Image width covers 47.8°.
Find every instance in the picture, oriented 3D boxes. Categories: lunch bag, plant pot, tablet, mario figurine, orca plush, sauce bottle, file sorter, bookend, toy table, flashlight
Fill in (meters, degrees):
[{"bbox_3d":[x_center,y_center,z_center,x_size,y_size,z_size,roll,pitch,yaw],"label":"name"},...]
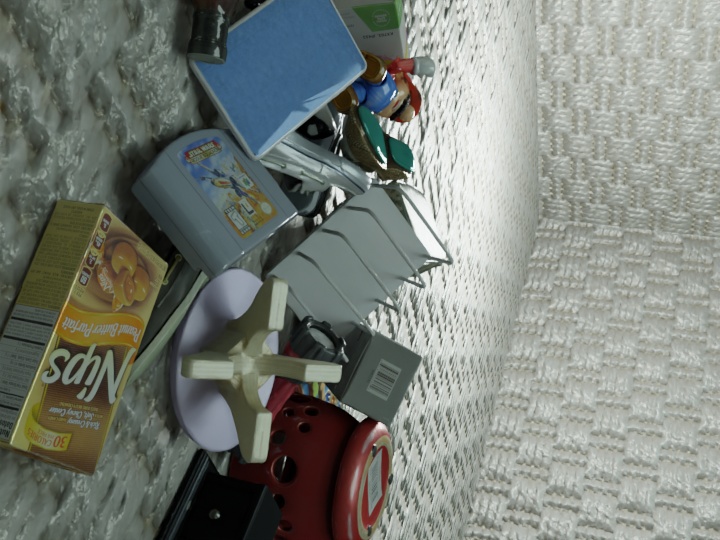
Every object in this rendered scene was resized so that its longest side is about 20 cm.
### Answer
[{"bbox_3d":[0.023,-0.046,1.249,0.142,0.165,0.200,69,17,5],"label":"lunch bag"},{"bbox_3d":[-0.061,0.279,1.109,0.200,0.179,0.206,9,90,-68],"label":"plant pot"},{"bbox_3d":[-0.086,-0.231,0.909,0.200,0.014,0.131,-44,113,-26],"label":"tablet"},{"bbox_3d":[0.037,-0.230,1.080,0.199,0.121,0.109,-15,98,-68],"label":"mario figurine"},{"bbox_3d":[-0.100,-0.231,0.969,0.071,0.105,0.202,-37,137,-10],"label":"orca plush"},{"bbox_3d":[-0.144,-0.315,0.822,0.066,0.065,0.205,3,96,-70],"label":"sauce bottle"},{"bbox_3d":[0.000,0.000,1.055,0.199,0.124,0.140,-42,106,-8],"label":"file sorter"},{"bbox_3d":[-0.126,0.330,0.908,0.093,0.196,0.201,76,30,-47],"label":"bookend"},{"bbox_3d":[-0.124,0.103,0.875,0.181,0.116,0.205,-7,98,-35],"label":"toy table"},{"bbox_3d":[-0.096,0.150,0.984,0.201,0.068,0.067,-54,161,18],"label":"flashlight"}]

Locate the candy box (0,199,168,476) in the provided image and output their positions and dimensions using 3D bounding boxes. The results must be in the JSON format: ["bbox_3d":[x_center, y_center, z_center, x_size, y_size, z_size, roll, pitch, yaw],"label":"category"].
[{"bbox_3d":[-0.242,0.058,0.689,0.116,0.054,0.204,56,44,-60],"label":"candy box"}]

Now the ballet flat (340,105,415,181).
[{"bbox_3d":[0.012,-0.153,1.046,0.199,0.064,0.072,28,50,-64],"label":"ballet flat"}]

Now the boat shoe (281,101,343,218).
[{"bbox_3d":[-0.054,-0.172,1.111,0.068,0.072,0.204,14,84,-66],"label":"boat shoe"}]

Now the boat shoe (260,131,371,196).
[{"bbox_3d":[-0.075,-0.128,1.016,0.198,0.073,0.068,26,88,-33],"label":"boat shoe"}]

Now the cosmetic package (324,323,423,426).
[{"bbox_3d":[0.009,0.138,1.148,0.109,0.089,0.200,-64,-166,-5],"label":"cosmetic package"}]

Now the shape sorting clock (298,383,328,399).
[{"bbox_3d":[-0.054,0.109,1.267,0.199,0.038,0.205,7,90,-70],"label":"shape sorting clock"}]

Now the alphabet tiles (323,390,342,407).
[{"bbox_3d":[-0.066,0.285,1.352,0.200,0.006,0.170,41,59,-67],"label":"alphabet tiles"}]

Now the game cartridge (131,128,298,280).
[{"bbox_3d":[-0.145,-0.078,0.832,0.134,0.041,0.200,55,25,-7],"label":"game cartridge"}]

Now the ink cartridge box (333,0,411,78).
[{"bbox_3d":[0.012,-0.309,1.177,0.202,0.114,0.068,75,17,-47],"label":"ink cartridge box"}]

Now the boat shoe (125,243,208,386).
[{"bbox_3d":[-0.195,0.022,0.808,0.072,0.060,0.203,-42,-165,51],"label":"boat shoe"}]
